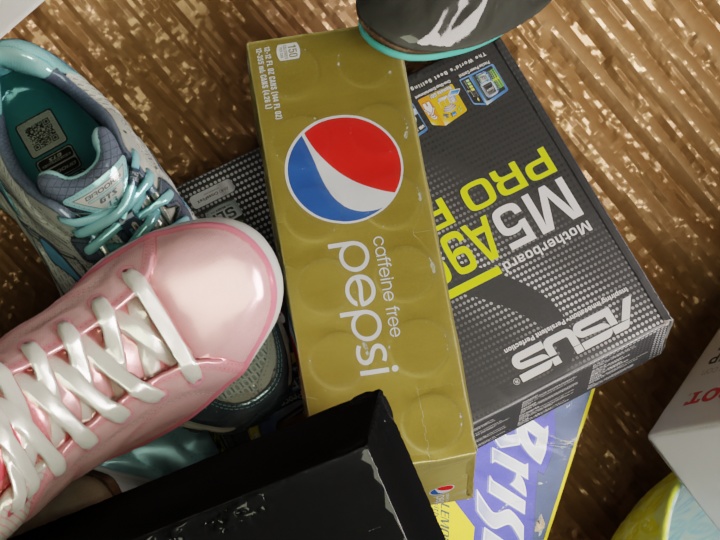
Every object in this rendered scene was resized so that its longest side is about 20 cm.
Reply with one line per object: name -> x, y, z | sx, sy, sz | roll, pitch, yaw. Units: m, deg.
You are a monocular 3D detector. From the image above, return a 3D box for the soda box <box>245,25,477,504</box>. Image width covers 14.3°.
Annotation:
soda box -> 0.000, 0.000, 1.211 | 0.068, 0.064, 0.201 | -9, 69, -3

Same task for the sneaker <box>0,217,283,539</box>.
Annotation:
sneaker -> -0.119, 0.053, 1.133 | 0.200, 0.105, 0.075 | -30, 99, 5

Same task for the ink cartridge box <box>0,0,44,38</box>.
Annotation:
ink cartridge box -> -0.166, -0.211, 1.153 | 0.200, 0.084, 0.145 | 42, 130, -17

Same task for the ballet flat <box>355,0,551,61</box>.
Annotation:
ballet flat -> 0.072, -0.150, 1.247 | 0.200, 0.068, 0.069 | -27, 148, -46

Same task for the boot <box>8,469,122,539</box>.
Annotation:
boot -> -0.192, 0.151, 1.210 | 0.146, 0.200, 0.070 | -13, 67, -31

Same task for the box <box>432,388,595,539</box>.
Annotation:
box -> 0.043, 0.122, 1.331 | 0.070, 0.064, 0.201 | 15, 97, -18

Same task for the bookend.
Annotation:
bookend -> -0.045, 0.180, 1.119 | 0.198, 0.092, 0.200 | -23, 99, 8

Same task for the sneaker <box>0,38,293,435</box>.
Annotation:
sneaker -> -0.105, -0.014, 1.203 | 0.078, 0.086, 0.200 | -39, 77, -11

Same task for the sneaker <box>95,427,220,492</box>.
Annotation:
sneaker -> -0.099, 0.086, 1.291 | 0.199, 0.074, 0.082 | 11, 58, -9

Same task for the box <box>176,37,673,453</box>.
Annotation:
box -> 0.012, 0.008, 1.266 | 0.200, 0.044, 0.160 | -26, 70, -10

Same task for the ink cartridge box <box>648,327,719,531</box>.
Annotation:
ink cartridge box -> 0.262, 0.050, 1.298 | 0.146, 0.147, 0.200 | 50, 55, -19

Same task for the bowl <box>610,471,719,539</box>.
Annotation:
bowl -> 0.164, 0.193, 1.347 | 0.108, 0.200, 0.200 | -27, 114, 36
